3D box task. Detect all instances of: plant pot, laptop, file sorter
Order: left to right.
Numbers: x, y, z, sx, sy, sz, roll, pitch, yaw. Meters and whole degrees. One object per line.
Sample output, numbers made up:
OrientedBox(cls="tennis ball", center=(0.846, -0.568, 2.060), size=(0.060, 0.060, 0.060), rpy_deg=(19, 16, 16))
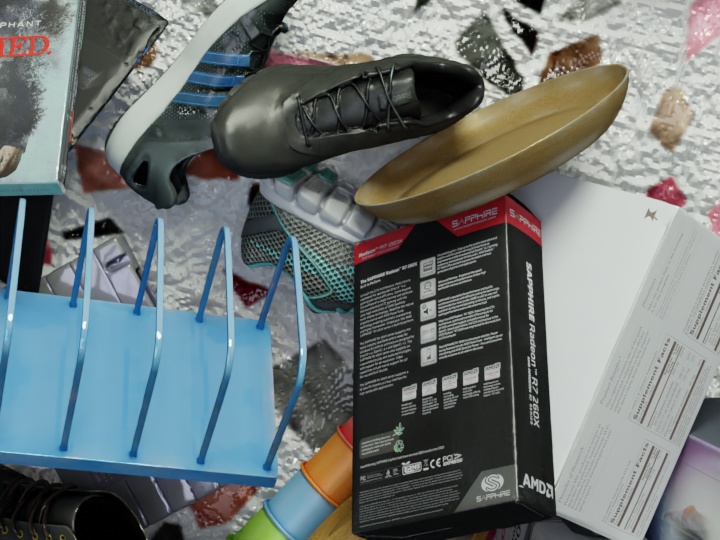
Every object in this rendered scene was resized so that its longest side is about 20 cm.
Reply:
OrientedBox(cls="laptop", center=(-0.252, -0.118, 1.043), size=(0.176, 0.104, 0.201), rpy_deg=(30, 73, 17))
OrientedBox(cls="file sorter", center=(-0.143, 0.043, 0.964), size=(0.197, 0.140, 0.123), rpy_deg=(7, 135, -14))
OrientedBox(cls="plant pot", center=(0.090, -0.080, 0.958), size=(0.198, 0.200, 0.028), rpy_deg=(-26, 104, 6))

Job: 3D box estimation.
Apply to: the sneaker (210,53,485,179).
OrientedBox(cls="sneaker", center=(-0.006, -0.113, 0.978), size=(0.198, 0.091, 0.077), rpy_deg=(-19, 99, -23))

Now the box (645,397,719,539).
OrientedBox(cls="box", center=(0.262, 0.201, 0.969), size=(0.121, 0.200, 0.202), rpy_deg=(0, 96, -15))

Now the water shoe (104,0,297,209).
OrientedBox(cls="water shoe", center=(-0.094, -0.128, 1.029), size=(0.079, 0.071, 0.200), rpy_deg=(46, 107, 1))

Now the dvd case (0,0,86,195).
OrientedBox(cls="dvd case", center=(-0.261, -0.144, 0.987), size=(0.144, 0.022, 0.203), rpy_deg=(0, 66, 6))

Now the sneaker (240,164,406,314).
OrientedBox(cls="sneaker", center=(0.000, 0.000, 1.046), size=(0.199, 0.078, 0.092), rpy_deg=(33, 114, 2))

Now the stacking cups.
OrientedBox(cls="stacking cups", center=(-0.039, 0.175, 1.074), size=(0.060, 0.061, 0.200), rpy_deg=(44, 93, -2))

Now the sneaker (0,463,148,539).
OrientedBox(cls="sneaker", center=(-0.234, 0.166, 1.022), size=(0.198, 0.075, 0.107), rpy_deg=(28, 142, -1))

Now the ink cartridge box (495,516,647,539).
OrientedBox(cls="ink cartridge box", center=(0.146, 0.244, 0.987), size=(0.084, 0.200, 0.148), rpy_deg=(7, 98, -7))

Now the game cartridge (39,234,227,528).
OrientedBox(cls="game cartridge", center=(-0.185, 0.092, 1.080), size=(0.128, 0.038, 0.202), rpy_deg=(-27, 95, 10))

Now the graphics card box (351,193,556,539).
OrientedBox(cls="graphics card box", center=(0.055, 0.064, 0.910), size=(0.124, 0.051, 0.203), rpy_deg=(-18, 58, 32))

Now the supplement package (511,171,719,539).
OrientedBox(cls="supplement package", center=(0.138, 0.051, 0.959), size=(0.110, 0.155, 0.202), rpy_deg=(28, 85, -42))

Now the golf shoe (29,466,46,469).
OrientedBox(cls="golf shoe", center=(-0.205, 0.106, 1.039), size=(0.198, 0.075, 0.092), rpy_deg=(24, 112, 3))

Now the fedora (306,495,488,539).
OrientedBox(cls="fedora", center=(0.006, 0.204, 1.004), size=(0.082, 0.201, 0.201), rpy_deg=(44, 98, 0))
